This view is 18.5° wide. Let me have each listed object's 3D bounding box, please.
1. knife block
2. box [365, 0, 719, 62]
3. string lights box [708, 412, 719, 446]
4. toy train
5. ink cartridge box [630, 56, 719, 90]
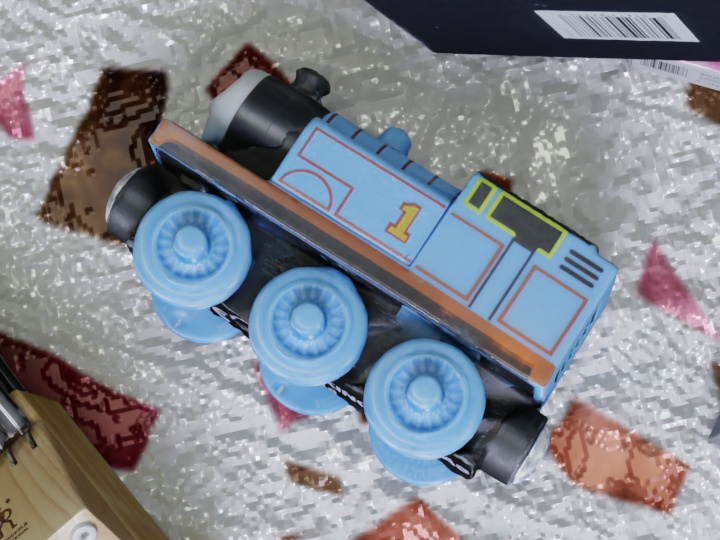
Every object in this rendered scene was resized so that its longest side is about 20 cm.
[{"bbox_3d":[-0.130,0.093,0.879,0.064,0.176,0.200,-40,127,0],"label":"knife block"},{"bbox_3d":[0.111,-0.179,0.830,0.199,0.104,0.183,5,82,23],"label":"box"},{"bbox_3d":[0.224,-0.003,0.852,0.102,0.059,0.201,26,86,7],"label":"string lights box"},{"bbox_3d":[0.000,0.000,0.862,0.200,0.087,0.115,32,78,10],"label":"toy train"},{"bbox_3d":[0.181,-0.166,0.888,0.094,0.037,0.201,16,83,7],"label":"ink cartridge box"}]
